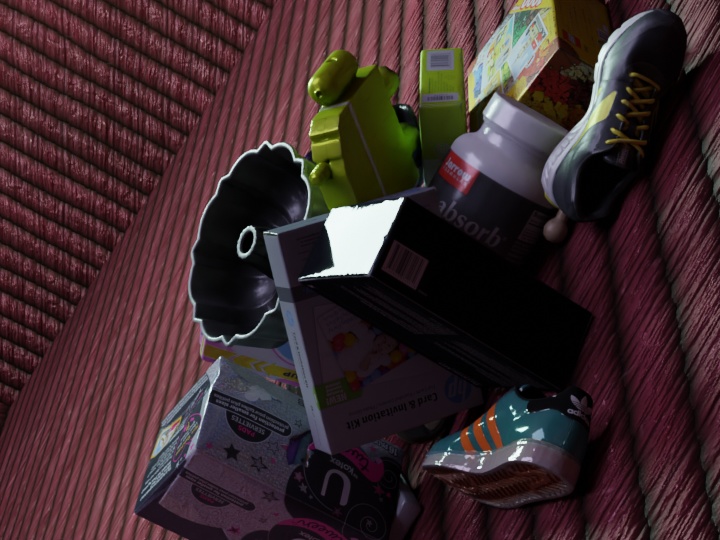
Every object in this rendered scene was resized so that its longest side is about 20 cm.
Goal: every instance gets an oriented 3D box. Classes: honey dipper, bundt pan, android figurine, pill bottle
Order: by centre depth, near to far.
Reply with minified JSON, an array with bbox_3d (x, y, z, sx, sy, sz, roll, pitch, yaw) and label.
[{"bbox_3d":[0.217,-0.115,1.544,0.201,0.038,0.038,-65,15,2],"label":"honey dipper"},{"bbox_3d":[0.002,-0.108,1.584,0.041,0.183,0.200,-10,27,27],"label":"android figurine"},{"bbox_3d":[0.115,-0.056,1.590,0.200,0.116,0.116,-61,15,12],"label":"pill bottle"},{"bbox_3d":[-0.078,-0.017,1.633,0.202,0.076,0.203,-29,52,46],"label":"bundt pan"}]

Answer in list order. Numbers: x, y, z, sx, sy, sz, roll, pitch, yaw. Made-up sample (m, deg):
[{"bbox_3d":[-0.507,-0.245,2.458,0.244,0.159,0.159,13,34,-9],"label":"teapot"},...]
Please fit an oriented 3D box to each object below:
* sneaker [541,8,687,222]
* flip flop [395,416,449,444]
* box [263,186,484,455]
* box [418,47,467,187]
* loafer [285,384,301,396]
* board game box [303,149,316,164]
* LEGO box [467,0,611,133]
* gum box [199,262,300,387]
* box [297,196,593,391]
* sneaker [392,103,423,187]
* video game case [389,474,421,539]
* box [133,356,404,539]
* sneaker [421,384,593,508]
[{"bbox_3d":[0.229,-0.125,1.469,0.085,0.074,0.200,-110,41,-62],"label":"sneaker"},{"bbox_3d":[0.021,0.080,1.625,0.081,0.200,0.058,-30,-22,-6],"label":"flip flop"},{"bbox_3d":[0.013,0.043,1.505,0.041,0.155,0.201,10,115,67],"label":"box"},{"bbox_3d":[0.087,-0.105,1.702,0.122,0.047,0.201,-86,-9,-57],"label":"box"},{"bbox_3d":[-0.015,0.076,1.897,0.201,0.073,0.071,-66,19,15],"label":"loafer"},{"bbox_3d":[-0.009,-0.024,1.800,0.032,0.200,0.120,-44,-2,-42],"label":"board game box"},{"bbox_3d":[0.179,-0.192,1.708,0.149,0.077,0.200,-53,18,28],"label":"LEGO box"},{"bbox_3d":[-0.063,0.054,1.766,0.066,0.199,0.114,-74,0,-63],"label":"gum box"},{"bbox_3d":[0.069,0.022,1.428,0.141,0.200,0.079,-8,54,62],"label":"box"},{"bbox_3d":[0.025,-0.090,1.709,0.200,0.080,0.087,-88,-6,-46],"label":"sneaker"},{"bbox_3d":[-0.018,0.273,1.632,0.200,0.022,0.182,-60,15,6],"label":"video game case"},{"bbox_3d":[-0.081,0.192,1.559,0.132,0.200,0.115,-46,23,42],"label":"box"},{"bbox_3d":[0.121,0.136,1.353,0.200,0.071,0.080,-18,41,61],"label":"sneaker"}]
